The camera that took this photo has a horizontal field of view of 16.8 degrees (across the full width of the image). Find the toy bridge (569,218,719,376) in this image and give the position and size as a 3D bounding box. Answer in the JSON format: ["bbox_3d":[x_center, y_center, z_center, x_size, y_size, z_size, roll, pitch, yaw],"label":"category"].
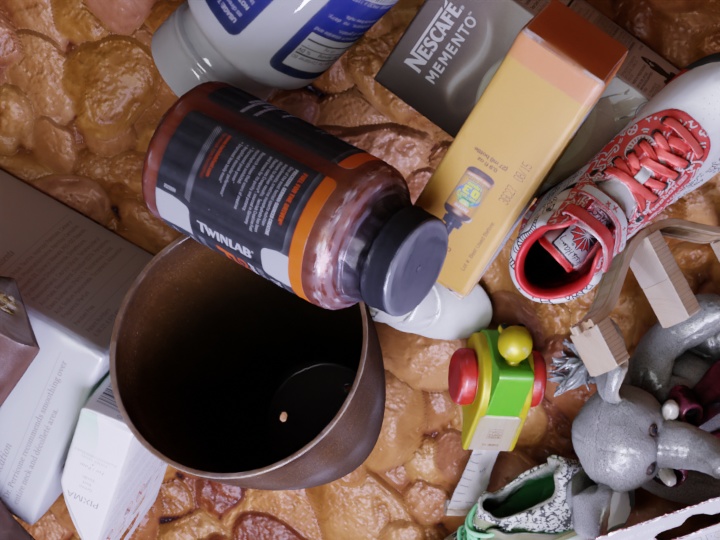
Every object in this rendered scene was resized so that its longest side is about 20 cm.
[{"bbox_3d":[0.199,0.004,1.633,0.027,0.200,0.067,-26,92,45],"label":"toy bridge"}]

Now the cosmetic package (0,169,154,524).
[{"bbox_3d":[-0.272,0.048,1.833,0.200,0.166,0.168,30,118,4],"label":"cosmetic package"}]

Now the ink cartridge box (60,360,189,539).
[{"bbox_3d":[-0.178,0.139,1.830,0.050,0.161,0.200,27,127,5],"label":"ink cartridge box"}]

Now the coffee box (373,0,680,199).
[{"bbox_3d":[0.125,-0.124,1.668,0.200,0.080,0.114,36,120,2],"label":"coffee box"}]

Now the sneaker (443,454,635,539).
[{"bbox_3d":[0.100,0.187,1.797,0.200,0.077,0.089,-37,136,22],"label":"sneaker"}]

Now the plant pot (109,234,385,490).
[{"bbox_3d":[-0.057,0.082,1.748,0.186,0.200,0.187,-5,70,15],"label":"plant pot"}]

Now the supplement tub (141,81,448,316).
[{"bbox_3d":[-0.041,-0.042,1.613,0.200,0.107,0.107,28,120,27],"label":"supplement tub"}]

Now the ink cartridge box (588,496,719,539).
[{"bbox_3d":[0.250,0.199,1.699,0.161,0.050,0.200,-20,137,10],"label":"ink cartridge box"}]

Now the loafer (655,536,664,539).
[{"bbox_3d":[0.157,0.260,1.828,0.200,0.070,0.075,-26,102,27],"label":"loafer"}]

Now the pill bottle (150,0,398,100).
[{"bbox_3d":[-0.049,-0.196,1.677,0.120,0.120,0.200,47,118,-4],"label":"pill bottle"}]

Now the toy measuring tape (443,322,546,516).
[{"bbox_3d":[0.092,0.101,1.797,0.073,0.074,0.200,25,139,8],"label":"toy measuring tape"}]

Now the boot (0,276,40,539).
[{"bbox_3d":[-0.260,0.112,1.732,0.186,0.064,0.200,32,114,2],"label":"boot"}]

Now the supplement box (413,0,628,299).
[{"bbox_3d":[0.096,-0.078,1.615,0.066,0.069,0.200,35,122,4],"label":"supplement box"}]

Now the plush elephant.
[{"bbox_3d":[0.211,0.105,1.693,0.200,0.155,0.165,7,114,16],"label":"plush elephant"}]

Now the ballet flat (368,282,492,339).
[{"bbox_3d":[0.000,0.000,1.775,0.200,0.069,0.070,32,119,4],"label":"ballet flat"}]

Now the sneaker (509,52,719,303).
[{"bbox_3d":[0.178,-0.053,1.573,0.201,0.108,0.067,-39,99,29],"label":"sneaker"}]
